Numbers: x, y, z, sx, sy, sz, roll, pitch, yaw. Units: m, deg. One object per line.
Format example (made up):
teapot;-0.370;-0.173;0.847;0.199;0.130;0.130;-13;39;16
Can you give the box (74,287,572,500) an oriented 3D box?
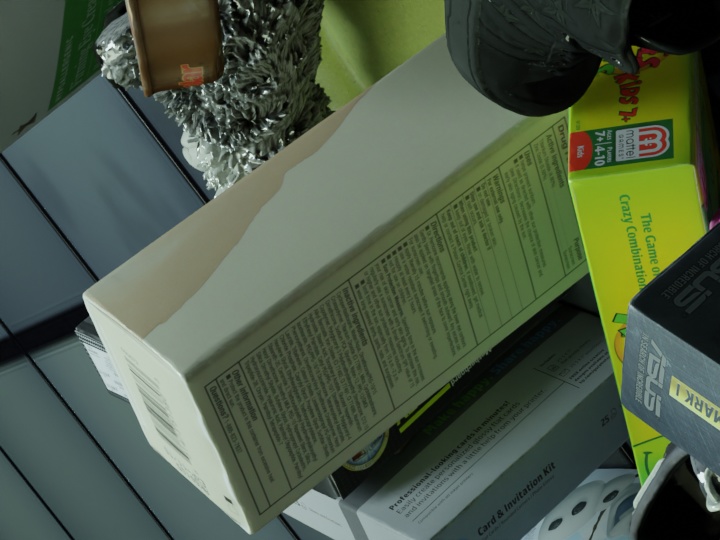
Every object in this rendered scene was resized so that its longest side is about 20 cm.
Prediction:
box;-0.022;0.020;1.150;0.199;0.160;0.044;18;141;49

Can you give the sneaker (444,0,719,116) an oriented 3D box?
sneaker;0.076;-0.091;0.768;0.104;0.060;0.200;38;164;29

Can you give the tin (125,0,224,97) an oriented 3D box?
tin;-0.084;-0.168;0.927;0.112;0.042;0.202;123;137;-79

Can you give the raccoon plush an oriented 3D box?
raccoon plush;-0.030;-0.082;1.031;0.134;0.097;0.200;48;158;-18

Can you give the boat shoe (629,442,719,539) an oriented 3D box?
boat shoe;0.147;0.072;0.824;0.073;0.063;0.200;45;161;1

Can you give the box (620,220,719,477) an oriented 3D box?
box;0.198;0.010;0.695;0.157;0.200;0.051;34;148;29

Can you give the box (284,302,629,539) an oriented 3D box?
box;0.026;0.065;1.140;0.199;0.156;0.041;21;142;49

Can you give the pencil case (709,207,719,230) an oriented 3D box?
pencil case;0.210;0.037;0.859;0.201;0.091;0.094;54;173;-15

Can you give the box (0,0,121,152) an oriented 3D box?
box;-0.211;-0.183;1.160;0.200;0.171;0.199;45;157;9

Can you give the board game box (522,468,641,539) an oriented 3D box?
board game box;0.103;0.173;1.108;0.043;0.200;0.199;52;157;-13

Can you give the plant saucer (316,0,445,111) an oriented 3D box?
plant saucer;0.025;-0.097;1.053;0.200;0.031;0.201;38;154;22

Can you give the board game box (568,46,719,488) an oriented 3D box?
board game box;0.122;0.001;0.936;0.047;0.102;0.201;-7;133;12

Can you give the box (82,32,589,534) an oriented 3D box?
box;0.000;0.000;0.947;0.078;0.199;0.095;34;152;44
